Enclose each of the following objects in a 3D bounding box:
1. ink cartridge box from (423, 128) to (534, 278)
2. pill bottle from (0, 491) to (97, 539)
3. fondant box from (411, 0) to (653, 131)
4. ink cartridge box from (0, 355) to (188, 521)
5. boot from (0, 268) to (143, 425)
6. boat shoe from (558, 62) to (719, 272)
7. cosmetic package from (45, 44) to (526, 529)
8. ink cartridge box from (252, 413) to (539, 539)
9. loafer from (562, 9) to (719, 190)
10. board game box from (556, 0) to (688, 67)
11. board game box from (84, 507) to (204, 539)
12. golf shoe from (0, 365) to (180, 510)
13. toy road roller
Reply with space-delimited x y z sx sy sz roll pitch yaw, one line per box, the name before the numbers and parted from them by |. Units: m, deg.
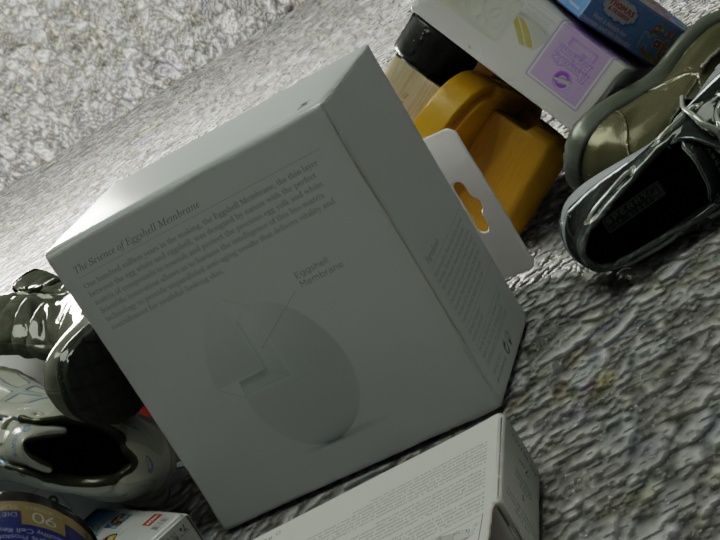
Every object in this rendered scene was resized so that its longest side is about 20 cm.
ink cartridge box | 0.000 0.000 1.136 0.199 0.116 0.068 -23 18 34
pill bottle | -0.170 0.202 0.833 0.111 0.112 0.200 -32 26 2
fondant box | 0.128 -0.163 1.223 0.058 0.144 0.200 -54 -8 16
ink cartridge box | -0.184 0.088 1.173 0.200 0.162 0.057 -39 -25 -16
boot | -0.192 0.047 1.102 0.129 0.068 0.200 -3 17 15
boat shoe | 0.204 -0.069 1.015 0.198 0.074 0.068 -32 10 4
cosmetic package | -0.039 0.010 1.024 0.198 0.201 0.123 -26 16 22
ink cartridge box | -0.013 0.160 0.798 0.199 0.045 0.176 -29 15 16
loafer | 0.220 -0.103 1.133 0.200 0.076 0.069 -38 48 -24
board game box | 0.165 -0.202 1.240 0.037 0.151 0.200 -54 39 15
board game box | -0.191 0.214 1.010 0.200 0.035 0.126 -41 16 -28
golf shoe | -0.212 0.099 1.076 0.198 0.079 0.097 7 -7 6
toy road roller | 0.086 -0.086 1.242 0.123 0.146 0.200 -57 -24 13
